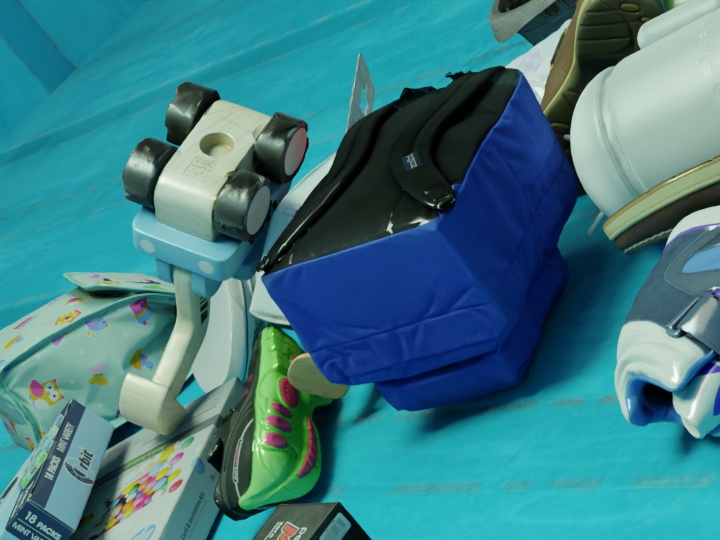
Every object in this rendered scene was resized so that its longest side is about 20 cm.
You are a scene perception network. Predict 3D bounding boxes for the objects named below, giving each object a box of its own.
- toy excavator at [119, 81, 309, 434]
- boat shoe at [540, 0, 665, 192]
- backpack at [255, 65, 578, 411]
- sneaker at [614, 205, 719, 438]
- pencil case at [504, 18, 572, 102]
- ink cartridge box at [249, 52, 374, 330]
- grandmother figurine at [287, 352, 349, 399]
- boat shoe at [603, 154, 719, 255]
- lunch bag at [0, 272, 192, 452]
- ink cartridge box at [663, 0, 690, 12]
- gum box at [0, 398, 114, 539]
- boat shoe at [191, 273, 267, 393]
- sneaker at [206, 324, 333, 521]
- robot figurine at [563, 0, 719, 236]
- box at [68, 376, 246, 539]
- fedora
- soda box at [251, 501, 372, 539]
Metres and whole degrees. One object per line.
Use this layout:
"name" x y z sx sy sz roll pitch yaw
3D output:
"toy excavator" -0.116 -0.004 1.409 0.099 0.201 0.195 18 50 16
"boat shoe" 0.165 -0.135 1.324 0.201 0.071 0.068 105 177 -48
"backpack" 0.050 -0.022 1.238 0.162 0.168 0.201 -12 33 31
"sneaker" 0.215 0.026 0.970 0.199 0.081 0.147 -15 38 45
"pencil case" 0.109 -0.112 1.480 0.199 0.083 0.091 -29 43 28
"ink cartridge box" -0.033 -0.055 1.440 0.160 0.047 0.202 46 -124 -84
"grandmother figurine" 0.000 0.000 1.370 0.121 0.061 0.200 -38 21 29
"boat shoe" 0.233 -0.039 1.077 0.199 0.072 0.072 -22 -1 22
"lunch bag" -0.229 0.068 1.678 0.199 0.122 0.170 -35 14 -15
"ink cartridge box" 0.243 -0.241 1.331 0.059 0.104 0.201 -20 57 26
"gum box" -0.263 0.212 1.418 0.200 0.044 0.170 -53 10 17
"boat shoe" -0.103 0.027 1.594 0.072 0.065 0.201 -55 31 31
"sneaker" -0.070 0.104 1.343 0.084 0.077 0.200 -36 15 18
"robot figurine" 0.211 -0.092 1.181 0.199 0.113 0.171 -28 51 34
"box" -0.161 0.178 1.404 0.155 0.041 0.200 -30 21 30
"fedora" 0.199 -0.234 1.578 0.200 0.090 0.177 -36 16 33
"soda box" -0.066 0.222 1.073 0.071 0.063 0.200 -13 32 54
